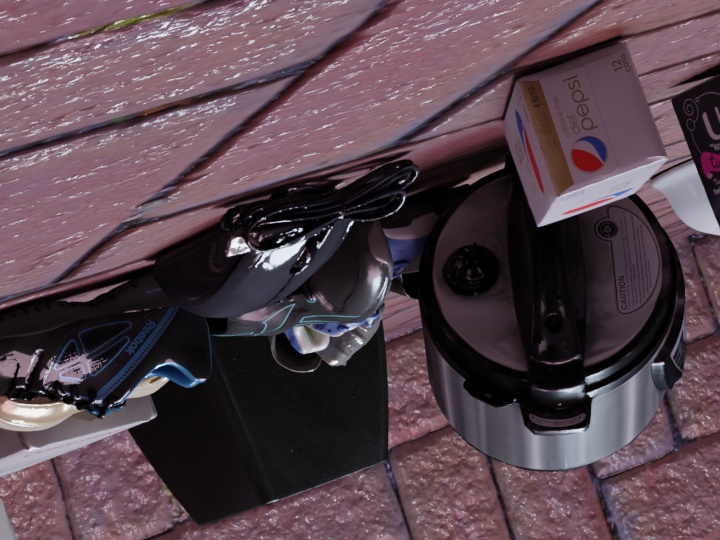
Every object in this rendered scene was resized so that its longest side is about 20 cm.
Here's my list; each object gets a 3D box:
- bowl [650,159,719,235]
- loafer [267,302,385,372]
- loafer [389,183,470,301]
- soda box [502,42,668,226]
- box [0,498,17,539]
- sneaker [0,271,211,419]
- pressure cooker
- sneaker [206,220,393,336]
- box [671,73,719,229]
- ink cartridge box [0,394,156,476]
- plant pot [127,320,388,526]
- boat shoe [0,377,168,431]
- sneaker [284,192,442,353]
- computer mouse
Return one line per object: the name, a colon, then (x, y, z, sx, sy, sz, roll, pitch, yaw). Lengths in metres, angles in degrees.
bowl: (0.395, -0.082, 2.310, 0.201, 0.090, 0.201, -19, 175, -2)
loafer: (-0.048, 0.041, 1.793, 0.070, 0.070, 0.200, -59, -163, -13)
loafer: (0.030, -0.005, 1.738, 0.073, 0.071, 0.200, -17, 175, -26)
soda box: (0.121, -0.072, 1.304, 0.064, 0.068, 0.200, -19, 176, 0)
box: (-0.362, 0.205, 1.676, 0.200, 0.109, 0.128, 2, 142, 11)
sneaker: (-0.188, 0.059, 1.508, 0.200, 0.082, 0.073, -17, 177, -19)
pressure cooker: (0.124, 0.028, 1.559, 0.179, 0.176, 0.200, -43, 157, -16)
sneaker: (-0.052, 0.013, 1.580, 0.079, 0.075, 0.200, -13, 173, -37)
box: (0.323, -0.104, 1.502, 0.132, 0.115, 0.200, -18, 177, -34)
ink cartridge box: (-0.276, 0.110, 1.748, 0.200, 0.084, 0.146, -23, 174, 36)
plant pot: (-0.087, 0.115, 2.057, 0.200, 0.178, 0.199, -18, 176, -35)
boat shoe: (-0.192, 0.060, 1.647, 0.069, 0.074, 0.200, -37, 168, 35)
sneaker: (0.000, 0.000, 1.637, 0.076, 0.077, 0.200, -15, 172, -33)
computer mouse: (-0.059, -0.008, 1.431, 0.138, 0.053, 0.200, -18, 176, -34)
